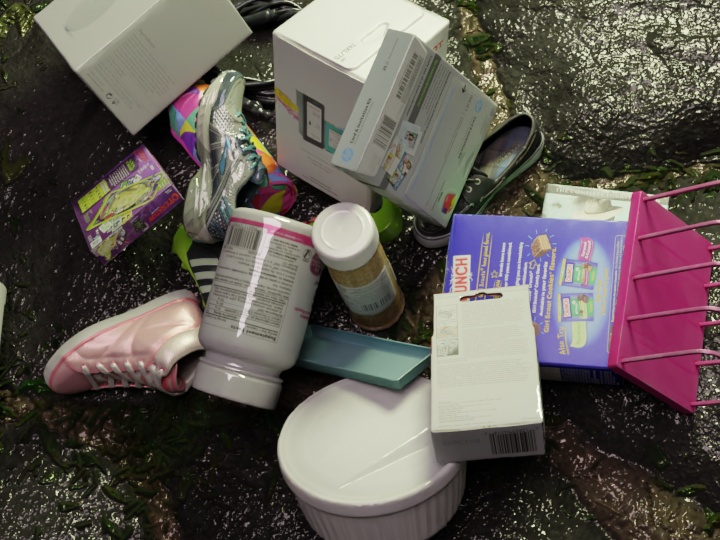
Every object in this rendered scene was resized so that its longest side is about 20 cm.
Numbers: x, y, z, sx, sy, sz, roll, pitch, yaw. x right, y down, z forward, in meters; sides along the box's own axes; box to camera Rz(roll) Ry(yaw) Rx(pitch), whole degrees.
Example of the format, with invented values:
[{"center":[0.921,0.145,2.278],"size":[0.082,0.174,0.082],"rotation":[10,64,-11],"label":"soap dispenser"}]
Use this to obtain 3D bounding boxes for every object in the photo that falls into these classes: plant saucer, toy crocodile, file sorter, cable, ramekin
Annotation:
[{"center":[-0.010,0.094,1.412],"size":[0.199,0.019,0.070],"rotation":[9,33,44],"label":"plant saucer"},{"center":[-0.041,-0.037,1.485],"size":[0.199,0.067,0.062],"rotation":[-13,70,35],"label":"toy crocodile"},{"center":[0.358,0.026,1.329],"size":[0.125,0.139,0.201],"rotation":[-13,56,46],"label":"file sorter"},{"center":[-0.138,-0.290,1.660],"size":[0.199,0.051,0.163],"rotation":[31,75,24],"label":"cable"},{"center":[0.019,0.203,1.332],"size":[0.201,0.095,0.203],"rotation":[-8,33,5],"label":"ramekin"}]

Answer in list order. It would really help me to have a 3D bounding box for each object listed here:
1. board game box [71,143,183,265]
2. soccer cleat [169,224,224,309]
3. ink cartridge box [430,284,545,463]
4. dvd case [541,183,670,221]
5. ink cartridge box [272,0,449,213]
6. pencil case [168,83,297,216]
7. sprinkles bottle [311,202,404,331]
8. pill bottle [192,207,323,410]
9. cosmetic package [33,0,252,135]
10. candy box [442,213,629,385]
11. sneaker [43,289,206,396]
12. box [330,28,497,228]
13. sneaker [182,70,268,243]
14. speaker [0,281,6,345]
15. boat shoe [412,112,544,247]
[{"center":[-0.281,-0.082,1.537],"size":[0.120,0.032,0.200],"rotation":[-43,26,0],"label":"board game box"},{"center":[-0.153,0.008,1.505],"size":[0.081,0.067,0.200],"rotation":[-49,60,21],"label":"soccer cleat"},{"center":[0.127,0.101,1.307],"size":[0.108,0.051,0.201],"rotation":[-6,39,8],"label":"ink cartridge box"},{"center":[0.264,0.001,1.453],"size":[0.145,0.022,0.201],"rotation":[8,66,15],"label":"dvd case"},{"center":[0.000,-0.202,1.485],"size":[0.146,0.201,0.147],"rotation":[31,54,24],"label":"ink cartridge box"},{"center":[-0.160,-0.138,1.577],"size":[0.088,0.088,0.200],"rotation":[-34,61,-5],"label":"pencil case"},{"center":[0.000,0.000,1.408],"size":[0.068,0.200,0.069],"rotation":[-5,64,10],"label":"sprinkles bottle"},{"center":[-0.111,0.042,1.401],"size":[0.113,0.113,0.201],"rotation":[14,86,18],"label":"pill bottle"},{"center":[-0.273,-0.307,1.614],"size":[0.200,0.123,0.199],"rotation":[-42,41,-1],"label":"cosmetic package"},{"center":[0.191,0.030,1.400],"size":[0.199,0.077,0.170],"rotation":[4,70,13],"label":"candy box"},{"center":[-0.262,0.108,1.483],"size":[0.199,0.075,0.105],"rotation":[-27,57,-6],"label":"sneaker"},{"center":[0.063,-0.149,1.401],"size":[0.041,0.200,0.157],"rotation":[22,88,36],"label":"box"},{"center":[-0.141,-0.128,1.481],"size":[0.086,0.078,0.202],"rotation":[6,88,19],"label":"sneaker"},{"center":[-0.468,0.110,1.525],"size":[0.081,0.081,0.201],"rotation":[-6,64,9],"label":"speaker"},{"center":[0.137,-0.110,1.507],"size":[0.200,0.066,0.070],"rotation":[-39,63,-8],"label":"boat shoe"}]
